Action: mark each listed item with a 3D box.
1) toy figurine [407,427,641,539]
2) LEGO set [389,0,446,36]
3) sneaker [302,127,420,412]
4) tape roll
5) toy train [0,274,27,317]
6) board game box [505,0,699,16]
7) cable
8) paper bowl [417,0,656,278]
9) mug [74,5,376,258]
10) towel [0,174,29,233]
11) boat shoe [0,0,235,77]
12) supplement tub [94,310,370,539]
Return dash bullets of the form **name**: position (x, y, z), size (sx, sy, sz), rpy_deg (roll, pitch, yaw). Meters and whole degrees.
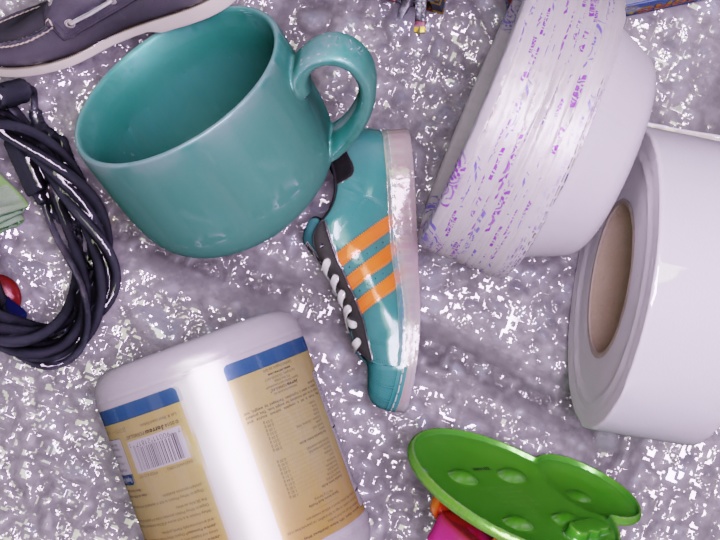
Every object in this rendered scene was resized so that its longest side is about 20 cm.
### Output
- **toy figurine**: position (0.084, 0.224, 0.836), size (0.150, 0.200, 0.185), rpy_deg (35, 109, 40)
- **LEGO set**: position (-0.003, -0.255, 0.830), size (0.199, 0.116, 0.154), rpy_deg (24, 90, 10)
- **sneaker**: position (0.000, 0.000, 0.861), size (0.080, 0.071, 0.201), rpy_deg (-2, 80, -2)
- **tape roll**: position (0.195, 0.009, 0.804), size (0.070, 0.202, 0.203), rpy_deg (9, 87, -2)
- **toy train**: position (-0.341, 0.014, 0.839), size (0.200, 0.085, 0.116), rpy_deg (36, 99, -1)
- **board game box**: position (0.196, -0.256, 0.896), size (0.199, 0.034, 0.136), rpy_deg (-11, 88, -3)
- **cable**: position (-0.229, -0.031, 0.806), size (0.051, 0.163, 0.201), rpy_deg (-17, 89, 24)
- **paper bowl**: position (0.120, -0.090, 0.803), size (0.104, 0.201, 0.201), rpy_deg (21, 87, -1)
- **mug**: position (-0.083, -0.080, 0.805), size (0.152, 0.185, 0.115), rpy_deg (-53, 134, -23)
- **towel**: position (-0.313, -0.067, 0.786), size (0.031, 0.200, 0.149), rpy_deg (-37, 91, 28)
- **boat shoe**: position (-0.179, -0.188, 0.832), size (0.199, 0.073, 0.063), rpy_deg (-14, 131, 15)
- **supplement tub**: position (-0.078, 0.140, 0.810), size (0.144, 0.145, 0.201), rpy_deg (-19, 89, -4)
